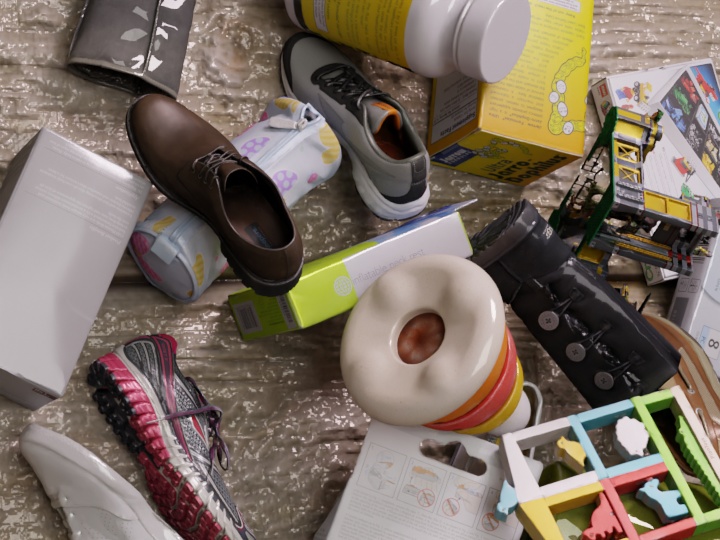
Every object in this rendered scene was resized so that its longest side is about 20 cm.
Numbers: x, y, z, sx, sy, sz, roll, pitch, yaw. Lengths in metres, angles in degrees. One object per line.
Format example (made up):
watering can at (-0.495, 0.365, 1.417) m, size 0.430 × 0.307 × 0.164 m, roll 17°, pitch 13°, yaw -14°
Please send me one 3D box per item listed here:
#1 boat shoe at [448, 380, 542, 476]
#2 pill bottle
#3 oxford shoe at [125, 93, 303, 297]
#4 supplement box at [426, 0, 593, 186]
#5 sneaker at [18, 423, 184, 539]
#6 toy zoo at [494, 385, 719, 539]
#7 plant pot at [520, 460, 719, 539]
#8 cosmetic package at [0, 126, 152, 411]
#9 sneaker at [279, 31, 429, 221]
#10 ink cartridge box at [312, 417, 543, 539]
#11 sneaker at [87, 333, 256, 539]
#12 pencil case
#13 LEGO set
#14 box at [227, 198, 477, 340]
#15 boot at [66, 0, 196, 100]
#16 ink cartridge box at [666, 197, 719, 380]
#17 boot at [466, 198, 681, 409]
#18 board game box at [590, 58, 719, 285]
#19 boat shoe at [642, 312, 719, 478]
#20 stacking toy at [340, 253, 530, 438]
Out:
boat shoe at (0.117, 0.186, 1.742) m, size 0.074 × 0.086 × 0.202 m, roll 29°, pitch 67°, yaw -16°
pill bottle at (0.042, -0.231, 1.741) m, size 0.200 × 0.111 × 0.111 m, roll 24°, pitch 61°, yaw 28°
oxford shoe at (-0.111, -0.077, 1.604) m, size 0.073 × 0.084 × 0.200 m, roll -38°, pitch 74°, yaw -23°
supplement box at (0.137, -0.193, 1.832) m, size 0.109 × 0.109 × 0.201 m, roll 12°, pitch 73°, yaw -22°
sneaker at (-0.208, 0.209, 1.599) m, size 0.200 × 0.075 × 0.089 m, roll 45°, pitch 75°, yaw -10°
toy zoo at (0.202, 0.176, 1.672) m, size 0.199 × 0.020 × 0.131 m, roll -15°, pitch 57°, yaw -17°
plant pot at (0.230, 0.256, 1.735) m, size 0.192 × 0.200 × 0.201 m, roll 21°, pitch 69°, yaw -6°
cosmetic package at (-0.256, 0.000, 1.616) m, size 0.107 × 0.090 × 0.200 m, roll 29°, pitch 70°, yaw -16°
sneaker at (0.001, -0.139, 1.752) m, size 0.074 × 0.079 × 0.200 m, roll -24°, pitch 63°, yaw -27°
ink cartridge box at (0.045, 0.229, 1.693) m, size 0.162 × 0.050 × 0.201 m, roll 22°, pitch 79°, yaw -12°
sneaker at (-0.138, 0.143, 1.637) m, size 0.075 × 0.081 × 0.200 m, roll -30°, pitch 91°, yaw -30°
pencil case at (-0.104, -0.061, 1.697) m, size 0.200 × 0.091 × 0.083 m, roll -44°, pitch 97°, yaw -26°
LEGO set at (0.246, -0.036, 1.788) m, size 0.116 × 0.200 × 0.154 m, roll 16°, pitch 35°, yaw -11°
box at (0.000, 0.000, 1.712) m, size 0.200 × 0.122 × 0.048 m, roll -23°, pitch 94°, yaw -27°
boot at (-0.147, -0.241, 1.732) m, size 0.181 × 0.073 × 0.201 m, roll 10°, pitch 66°, yaw -8°
ink cartridge box at (0.387, 0.039, 1.902) m, size 0.200 × 0.047 × 0.161 m, roll 21°, pitch 82°, yaw -24°
boot at (0.157, 0.053, 1.757) m, size 0.200 × 0.165 × 0.066 m, roll 43°, pitch 42°, yaw -13°
board game box at (0.305, -0.095, 1.927) m, size 0.126 × 0.035 × 0.201 m, roll -12°, pitch 83°, yaw -26°
boat shoe at (0.275, 0.111, 1.792) m, size 0.074 × 0.076 × 0.200 m, roll -2°, pitch 38°, yaw -35°
stacking toy at (0.089, 0.088, 1.653) m, size 0.200 × 0.146 × 0.147 m, roll 40°, pitch 59°, yaw -49°
